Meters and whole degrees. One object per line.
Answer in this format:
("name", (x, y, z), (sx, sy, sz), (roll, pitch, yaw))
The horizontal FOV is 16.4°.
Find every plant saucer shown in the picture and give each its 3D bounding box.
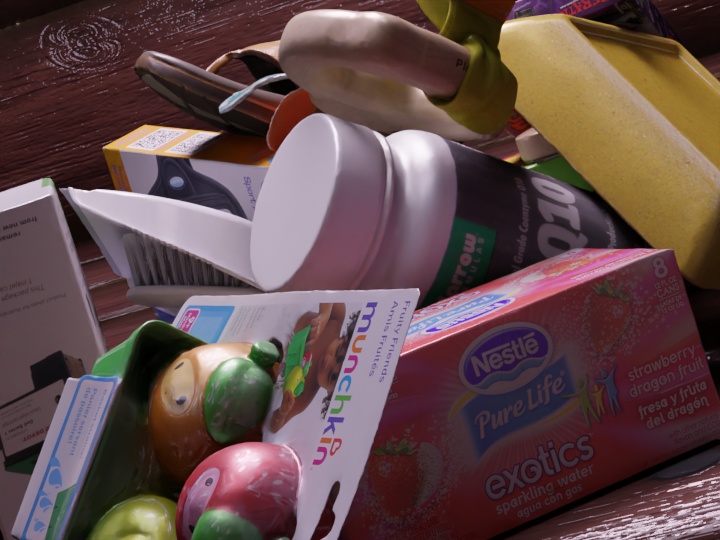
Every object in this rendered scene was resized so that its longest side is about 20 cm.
("plant saucer", (0.173, -0.071, 1.360), (0.199, 0.200, 0.049), (2, -50, -55))

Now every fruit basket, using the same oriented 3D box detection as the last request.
("fruit basket", (-0.063, 0.091, 1.001), (0.093, 0.186, 0.200), (25, -13, -23))

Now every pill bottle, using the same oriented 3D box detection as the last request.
("pill bottle", (0.051, -0.006, 1.283), (0.199, 0.114, 0.113), (17, -9, -25))

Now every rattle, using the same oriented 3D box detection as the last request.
("rattle", (0.011, -0.138, 1.314), (0.129, 0.144, 0.200), (4, -2, -22))

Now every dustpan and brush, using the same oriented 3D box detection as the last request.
("dustpan and brush", (-0.060, 0.010, 1.376), (0.198, 0.058, 0.140), (4, -21, 11))

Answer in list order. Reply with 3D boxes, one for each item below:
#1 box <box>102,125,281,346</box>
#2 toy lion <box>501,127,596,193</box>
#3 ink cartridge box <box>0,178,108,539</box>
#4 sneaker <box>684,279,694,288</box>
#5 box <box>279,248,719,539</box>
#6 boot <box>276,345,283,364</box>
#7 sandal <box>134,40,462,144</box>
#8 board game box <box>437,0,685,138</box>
("box", (-0.066, -0.018, 1.461), (0.041, 0.120, 0.199), (-29, 24, -33))
("toy lion", (0.079, -0.046, 1.498), (0.191, 0.069, 0.200), (-19, 4, 22))
("ink cartridge box", (-0.177, 0.060, 1.365), (0.084, 0.201, 0.146), (-18, 8, -5))
("sneaker", (0.228, -0.036, 1.579), (0.199, 0.076, 0.070), (-14, 8, 31))
("box", (0.054, 0.065, 1.156), (0.199, 0.095, 0.103), (-21, 8, -20))
("boot", (-0.012, 0.080, 1.306), (0.155, 0.073, 0.200), (-15, 9, 32))
("sandal", (-0.032, -0.102, 1.436), (0.198, 0.055, 0.082), (12, -8, -10))
("board game box", (0.123, -0.126, 1.484), (0.119, 0.033, 0.200), (-18, -13, 15))
